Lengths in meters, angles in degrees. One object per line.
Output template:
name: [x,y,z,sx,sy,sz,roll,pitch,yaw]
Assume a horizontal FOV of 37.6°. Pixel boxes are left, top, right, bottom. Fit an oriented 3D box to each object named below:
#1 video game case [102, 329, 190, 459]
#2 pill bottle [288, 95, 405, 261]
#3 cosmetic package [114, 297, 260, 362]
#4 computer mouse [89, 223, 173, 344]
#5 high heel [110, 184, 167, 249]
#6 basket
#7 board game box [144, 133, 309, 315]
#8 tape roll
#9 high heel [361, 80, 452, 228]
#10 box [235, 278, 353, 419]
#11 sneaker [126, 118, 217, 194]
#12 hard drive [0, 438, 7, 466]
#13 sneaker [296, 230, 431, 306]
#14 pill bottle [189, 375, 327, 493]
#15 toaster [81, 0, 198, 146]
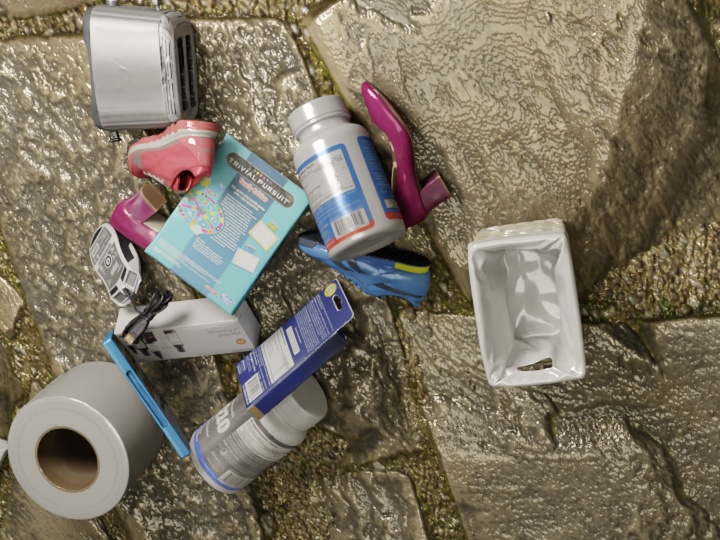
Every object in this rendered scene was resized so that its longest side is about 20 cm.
video game case: [-0.315,0.180,1.556,0.018,0.143,0.201,-34,98,-8]
pill bottle: [-0.024,-0.125,1.407,0.111,0.112,0.203,-24,79,19]
cosmetic package: [-0.255,0.088,1.561,0.197,0.051,0.083,-7,143,16]
computer mouse: [-0.338,0.010,1.542,0.110,0.043,0.201,-52,52,27]
high heel: [-0.282,-0.026,1.549,0.096,0.068,0.200,-34,105,36]
basket: [0.225,0.037,1.411,0.133,0.123,0.203,-7,106,15]
board game box: [-0.181,-0.063,1.480,0.150,0.047,0.201,36,89,0]
tape roll: [-0.420,0.260,1.626,0.199,0.139,0.206,4,109,11]
high heel: [0.035,-0.152,1.423,0.095,0.068,0.201,-33,101,10]
box: [-0.088,0.109,1.493,0.200,0.121,0.032,-42,119,8]
sneaker: [-0.265,-0.144,1.452,0.199,0.073,0.088,-15,77,50]
hard drive: [-0.680,0.340,1.773,0.131,0.026,0.202,31,112,2]
sneaker: [0.000,0.000,1.484,0.197,0.066,0.080,16,114,8]
pill bottle: [-0.149,0.232,1.567,0.199,0.114,0.114,-40,95,21]
toaster: [-0.298,-0.269,1.444,0.127,0.114,0.203,1,106,10]
